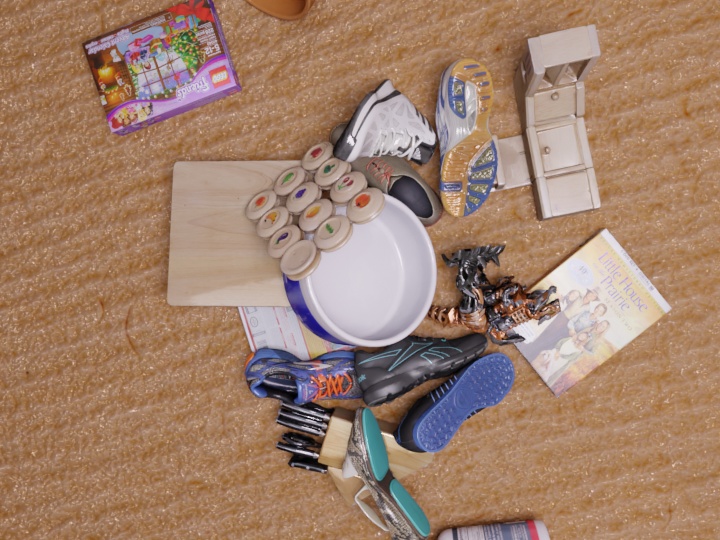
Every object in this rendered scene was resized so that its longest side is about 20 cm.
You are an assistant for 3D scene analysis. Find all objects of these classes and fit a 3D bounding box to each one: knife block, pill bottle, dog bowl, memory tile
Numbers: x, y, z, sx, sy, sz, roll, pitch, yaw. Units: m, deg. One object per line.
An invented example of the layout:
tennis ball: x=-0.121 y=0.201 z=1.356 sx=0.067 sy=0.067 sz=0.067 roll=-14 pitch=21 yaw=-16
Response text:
knife block: x=-0.015 y=0.229 z=0.971 sx=0.199 sy=0.064 sz=0.177 roll=-29 pitch=90 yaw=6
pill bottle: x=0.163 y=0.416 z=0.935 sx=0.198 sy=0.120 sz=0.121 roll=-8 pitch=92 yaw=6
dog bowl: x=0.000 y=0.000 z=0.904 sx=0.199 sy=0.079 sz=0.202 roll=3 pitch=83 yaw=-30
memory tile: x=-0.064 y=-0.081 z=0.848 sx=0.153 sy=0.200 sz=0.017 roll=-40 pitch=131 yaw=0

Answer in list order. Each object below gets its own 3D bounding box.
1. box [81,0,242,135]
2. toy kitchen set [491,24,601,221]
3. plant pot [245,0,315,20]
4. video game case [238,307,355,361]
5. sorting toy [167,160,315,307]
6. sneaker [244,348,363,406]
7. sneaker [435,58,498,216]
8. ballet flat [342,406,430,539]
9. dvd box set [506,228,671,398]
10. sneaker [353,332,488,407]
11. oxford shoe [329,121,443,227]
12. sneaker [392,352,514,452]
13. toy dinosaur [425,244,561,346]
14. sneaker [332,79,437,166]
box: x=-0.287 y=-0.296 z=0.987 sx=0.198 sy=0.039 sz=0.138 roll=-19 pitch=91 yaw=6
toy kitchen set: x=0.220 y=-0.169 z=0.875 sx=0.162 sy=0.180 sz=0.202 roll=-11 pitch=87 yaw=7
plant pot: x=-0.111 y=-0.457 z=0.898 sx=0.199 sy=0.200 sz=0.141 roll=34 pitch=79 yaw=3
video game case: x=-0.074 y=0.059 z=0.993 sx=0.198 sy=0.017 sz=0.144 roll=-18 pitch=90 yaw=6
sorting toy: x=-0.161 y=-0.048 z=0.959 sx=0.198 sy=0.070 sz=0.201 roll=0 pitch=83 yaw=5
sneaker: x=-0.068 y=0.160 z=0.955 sx=0.198 sy=0.079 sz=0.076 roll=0 pitch=110 yaw=-1
sneaker: x=0.136 y=-0.175 z=0.903 sx=0.075 sy=0.088 sz=0.202 roll=0 pitch=105 yaw=-10
ballet flat: x=0.019 y=0.284 z=0.911 sx=0.075 sy=0.068 sz=0.201 roll=-27 pitch=92 yaw=21
dvd box set: x=0.307 y=0.060 z=0.952 sx=0.200 sy=0.029 sz=0.147 roll=-39 pitch=88 yaw=6
sneaker: x=0.084 y=0.116 z=0.937 sx=0.198 sy=0.076 sz=0.080 roll=-18 pitch=68 yaw=-19
oxford shoe: x=0.037 y=-0.140 z=0.946 sx=0.199 sy=0.075 sz=0.071 roll=38 pitch=97 yaw=3
sneaker: x=0.127 y=0.178 z=0.938 sx=0.199 sy=0.078 sz=0.071 roll=-31 pitch=95 yaw=-31
toy dinosaur: x=0.164 y=0.037 z=0.924 sx=0.198 sy=0.102 sz=0.137 roll=-8 pitch=89 yaw=3
sneaker: x=0.045 y=-0.177 z=0.894 sx=0.115 sy=0.201 sz=0.076 roll=35 pitch=128 yaw=-3
